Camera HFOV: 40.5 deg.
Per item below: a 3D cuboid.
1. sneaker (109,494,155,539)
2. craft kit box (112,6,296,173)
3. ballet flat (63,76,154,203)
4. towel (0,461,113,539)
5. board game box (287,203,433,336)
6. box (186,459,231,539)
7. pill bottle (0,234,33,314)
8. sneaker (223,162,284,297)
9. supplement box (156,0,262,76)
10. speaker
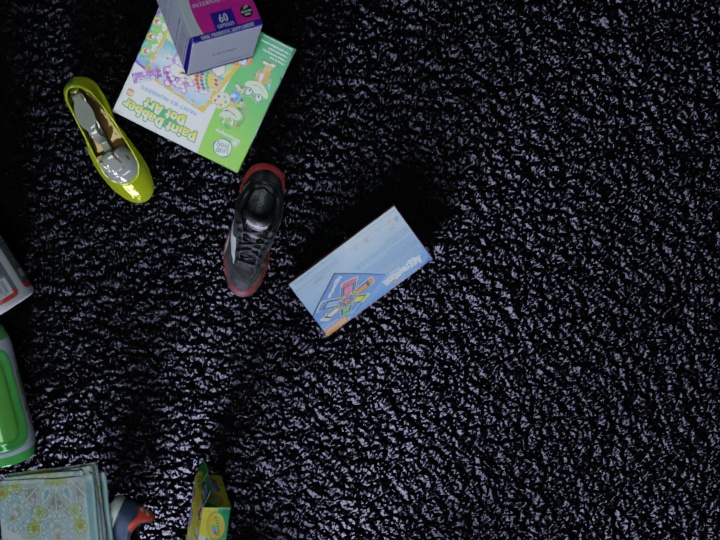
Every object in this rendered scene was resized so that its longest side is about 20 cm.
[{"bbox_3d":[-0.376,0.455,1.519,0.084,0.075,0.201,19,100,-3],"label":"sneaker"},{"bbox_3d":[-0.221,-0.272,1.390,0.199,0.049,0.198,25,102,-8],"label":"craft kit box"},{"bbox_3d":[-0.362,-0.181,1.387,0.067,0.067,0.201,-27,103,2],"label":"ballet flat"},{"bbox_3d":[-0.459,0.397,1.477,0.170,0.048,0.201,-8,84,15],"label":"towel"},{"bbox_3d":[0.000,0.000,1.475,0.200,0.019,0.103,-36,101,4],"label":"board game box"},{"bbox_3d":[-0.237,0.404,1.496,0.048,0.117,0.201,5,103,-17],"label":"box"},{"bbox_3d":[-0.564,-0.027,1.384,0.113,0.114,0.201,-28,102,3],"label":"pill bottle"},{"bbox_3d":[-0.157,-0.053,1.413,0.070,0.098,0.202,13,102,-8],"label":"sneaker"},{"bbox_3d":[-0.217,-0.380,1.297,0.101,0.103,0.201,-21,83,-18],"label":"supplement box"},{"bbox_3d":[-0.542,0.185,1.446,0.088,0.088,0.201,-10,103,-2],"label":"speaker"}]
